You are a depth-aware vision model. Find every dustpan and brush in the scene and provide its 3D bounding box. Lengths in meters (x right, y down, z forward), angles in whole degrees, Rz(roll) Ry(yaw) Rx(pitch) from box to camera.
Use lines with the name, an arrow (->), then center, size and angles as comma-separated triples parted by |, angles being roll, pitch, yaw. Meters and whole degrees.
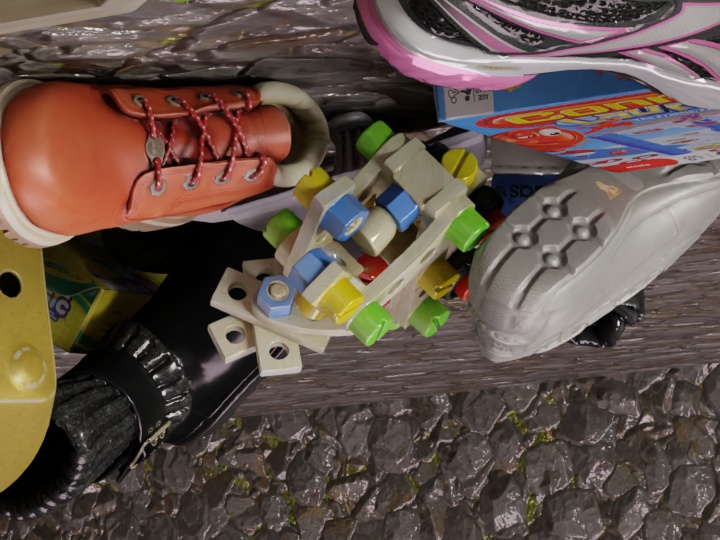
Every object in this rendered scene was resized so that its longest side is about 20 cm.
dustpan and brush -> 0.008, -0.053, 1.325 | 0.139, 0.057, 0.200 | -17, 165, 8

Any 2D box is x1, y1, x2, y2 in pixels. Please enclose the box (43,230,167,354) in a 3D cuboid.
box -> -0.164, 0.008, 1.481 | 0.117, 0.048, 0.200 | 31, -173, 25

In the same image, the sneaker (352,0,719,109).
sneaker -> 0.103, -0.101, 0.840 | 0.200, 0.080, 0.086 | -8, 164, -15

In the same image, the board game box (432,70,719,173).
board game box -> 0.158, -0.089, 1.040 | 0.200, 0.056, 0.196 | -7, 173, 27

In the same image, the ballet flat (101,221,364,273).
ballet flat -> -0.055, -0.028, 1.444 | 0.200, 0.067, 0.057 | 3, -156, 24

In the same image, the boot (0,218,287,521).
boot -> -0.113, 0.045, 1.368 | 0.158, 0.079, 0.211 | -19, 149, -47

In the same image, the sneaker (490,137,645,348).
sneaker -> 0.118, -0.018, 1.307 | 0.077, 0.111, 0.200 | 2, -177, 20

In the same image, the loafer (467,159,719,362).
loafer -> 0.123, -0.027, 1.197 | 0.200, 0.070, 0.070 | -34, 154, -29

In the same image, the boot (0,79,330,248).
boot -> -0.091, -0.057, 1.132 | 0.107, 0.075, 0.200 | -11, 179, 26

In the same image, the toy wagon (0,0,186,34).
toy wagon -> -0.145, -0.104, 0.802 | 0.155, 0.040, 0.200 | -7, 172, 22

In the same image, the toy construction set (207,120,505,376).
toy construction set -> 0.000, 0.000, 1.203 | 0.131, 0.092, 0.200 | -40, 179, -22

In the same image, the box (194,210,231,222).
box -> -0.116, -0.052, 1.258 | 0.041, 0.039, 0.200 | -7, 173, 32

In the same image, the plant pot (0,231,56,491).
plant pot -> -0.255, 0.028, 1.259 | 0.195, 0.195, 0.200 | 2, 166, -43
